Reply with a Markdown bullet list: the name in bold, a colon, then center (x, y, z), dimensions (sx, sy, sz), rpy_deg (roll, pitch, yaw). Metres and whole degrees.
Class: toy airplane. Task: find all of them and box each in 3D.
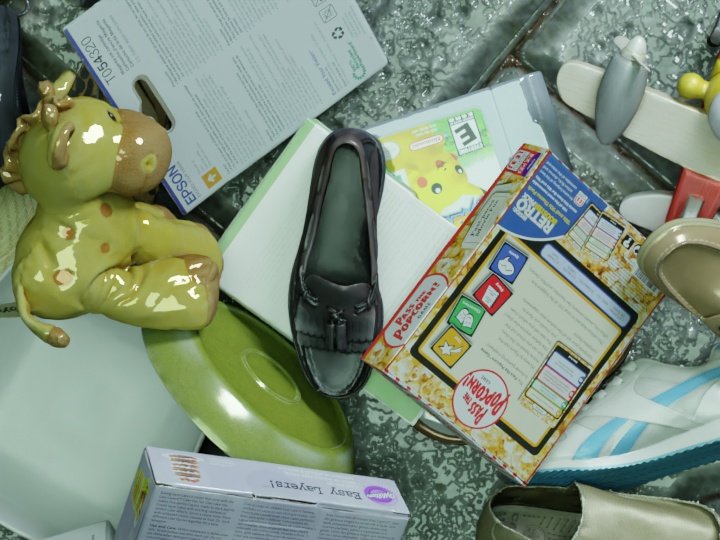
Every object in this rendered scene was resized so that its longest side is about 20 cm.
- **toy airplane**: center (0.266, -0.099, 1.672), dimensions (0.200, 0.141, 0.199), rpy_deg (-22, 89, 4)

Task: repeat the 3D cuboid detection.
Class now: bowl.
- **bowl**: center (-0.215, 0.107, 1.741), dimensions (0.200, 0.075, 0.200), rpy_deg (28, 92, 5)

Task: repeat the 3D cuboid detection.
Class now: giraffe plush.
- **giraffe plush**: center (-0.192, -0.053, 1.614), dimensions (0.200, 0.172, 0.162), rpy_deg (-12, 117, -34)

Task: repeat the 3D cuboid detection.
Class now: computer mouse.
- **computer mouse**: center (-0.306, -0.153, 1.729), dimensions (0.138, 0.053, 0.200), rpy_deg (-13, 68, 1)

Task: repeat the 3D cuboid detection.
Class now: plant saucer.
- **plant saucer**: center (-0.074, 0.086, 1.666), dimensions (0.200, 0.200, 0.031), rpy_deg (43, 108, 3)

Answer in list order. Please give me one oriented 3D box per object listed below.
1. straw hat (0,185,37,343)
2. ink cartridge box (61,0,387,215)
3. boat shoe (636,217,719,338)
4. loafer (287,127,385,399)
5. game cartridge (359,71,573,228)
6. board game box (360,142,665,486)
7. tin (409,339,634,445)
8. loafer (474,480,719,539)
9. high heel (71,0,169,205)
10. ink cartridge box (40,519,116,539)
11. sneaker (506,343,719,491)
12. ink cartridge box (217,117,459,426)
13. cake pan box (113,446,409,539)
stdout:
- **straw hat**: center (-0.333, -0.022, 1.745), dimensions (0.201, 0.085, 0.201), rpy_deg (0, 90, 4)
- **ink cartridge box**: center (-0.102, -0.172, 1.678), dimensions (0.200, 0.043, 0.196), rpy_deg (-36, 129, -7)
- **boat shoe**: center (0.288, 0.024, 1.659), dimensions (0.200, 0.065, 0.071), rpy_deg (26, 116, -29)
- **loafer**: center (-0.018, -0.005, 1.653), dimensions (0.072, 0.063, 0.200), rpy_deg (4, 92, 5)
- **game cartridge**: center (0.064, -0.060, 1.741), dimensions (0.200, 0.040, 0.134), rpy_deg (-19, 92, 4)
- **board game box**: center (0.119, 0.032, 1.657), dimensions (0.151, 0.046, 0.200), rpy_deg (40, 83, -23)
- **tin**: center (0.115, 0.058, 1.735), dimensions (0.200, 0.042, 0.112), rpy_deg (-28, 83, 4)
- **loafer**: center (0.179, 0.198, 1.688), dimensions (0.200, 0.067, 0.076), rpy_deg (-1, 56, 15)
- **high heel**: center (-0.160, -0.149, 1.704), dimensions (0.071, 0.142, 0.200), rpy_deg (-8, 84, -33)
- **ink cartridge box**: center (-0.252, 0.285, 1.695), dimensions (0.200, 0.085, 0.145), rpy_deg (-17, 130, 10)
- **sneaker**: center (0.202, 0.116, 1.716), dimensions (0.200, 0.077, 0.081), rpy_deg (-16, 68, 6)
- **ink cartridge box**: center (0.000, 0.000, 1.706), dimensions (0.200, 0.048, 0.146), rpy_deg (36, 93, 0)
- **cake pan box**: center (-0.080, 0.221, 1.598), dimensions (0.200, 0.052, 0.184), rpy_deg (9, 120, -20)
